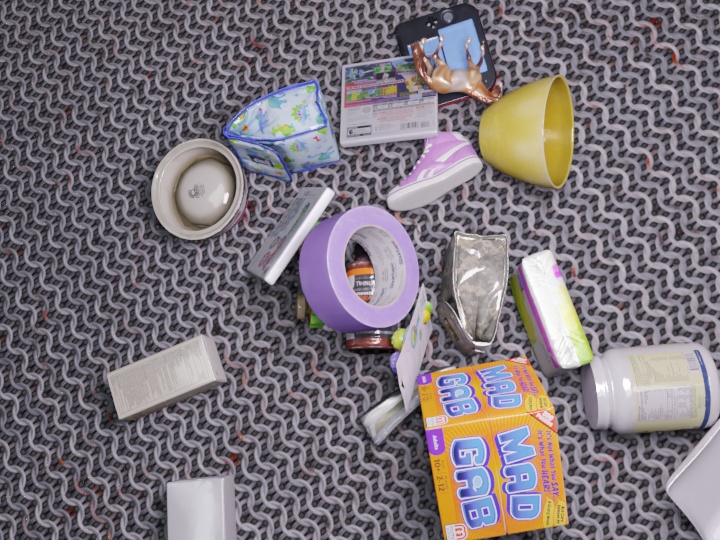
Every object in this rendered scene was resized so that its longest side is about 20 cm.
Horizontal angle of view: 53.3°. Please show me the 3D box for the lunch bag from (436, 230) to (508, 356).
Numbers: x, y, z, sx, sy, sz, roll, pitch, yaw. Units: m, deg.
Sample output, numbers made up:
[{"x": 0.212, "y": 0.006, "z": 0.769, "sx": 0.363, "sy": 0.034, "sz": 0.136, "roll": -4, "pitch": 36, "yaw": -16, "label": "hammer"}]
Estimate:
[{"x": 0.198, "y": 0.051, "z": 1.283, "sx": 0.115, "sy": 0.164, "sz": 0.204, "roll": 3, "pitch": 78, "yaw": 1, "label": "lunch bag"}]

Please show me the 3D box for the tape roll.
[{"x": 0.000, "y": 0.000, "z": 1.202, "sx": 0.197, "sy": 0.084, "sz": 0.204, "roll": 10, "pitch": 73, "yaw": -37, "label": "tape roll"}]

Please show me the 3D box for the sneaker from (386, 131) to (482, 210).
[{"x": 0.126, "y": -0.199, "z": 1.401, "sx": 0.198, "sy": 0.073, "sz": 0.115, "roll": -26, "pitch": 66, "yaw": -3, "label": "sneaker"}]

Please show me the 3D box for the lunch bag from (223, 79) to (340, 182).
[{"x": -0.150, "y": -0.257, "z": 1.385, "sx": 0.196, "sy": 0.170, "sz": 0.130, "roll": -14, "pitch": 73, "yaw": 3, "label": "lunch bag"}]

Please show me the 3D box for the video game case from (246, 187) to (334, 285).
[{"x": -0.135, "y": -0.070, "z": 1.346, "sx": 0.024, "sy": 0.182, "sz": 0.202, "roll": 36, "pitch": 84, "yaw": -19, "label": "video game case"}]

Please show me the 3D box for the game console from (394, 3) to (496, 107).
[{"x": 0.174, "y": -0.434, "z": 1.457, "sx": 0.174, "sy": 0.031, "sz": 0.204, "roll": -14, "pitch": 76, "yaw": 3, "label": "game console"}]

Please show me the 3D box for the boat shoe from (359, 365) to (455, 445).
[{"x": 0.095, "y": 0.240, "z": 1.305, "sx": 0.200, "sy": 0.074, "sz": 0.065, "roll": -33, "pitch": 85, "yaw": 1, "label": "boat shoe"}]

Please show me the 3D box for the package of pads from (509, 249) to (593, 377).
[{"x": 0.331, "y": 0.082, "z": 1.268, "sx": 0.067, "sy": 0.155, "sz": 0.203, "roll": -17, "pitch": 76, "yaw": -1, "label": "package of pads"}]

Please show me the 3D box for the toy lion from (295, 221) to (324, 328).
[{"x": -0.080, "y": 0.005, "z": 1.306, "sx": 0.067, "sy": 0.192, "sz": 0.204, "roll": 2, "pitch": 77, "yaw": -8, "label": "toy lion"}]

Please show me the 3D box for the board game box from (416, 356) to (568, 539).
[{"x": 0.209, "y": 0.288, "z": 1.179, "sx": 0.196, "sy": 0.200, "sz": 0.204, "roll": -10, "pitch": 105, "yaw": 4, "label": "board game box"}]

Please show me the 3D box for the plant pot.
[{"x": 0.305, "y": -0.255, "z": 1.340, "sx": 0.140, "sy": 0.199, "sz": 0.204, "roll": 4, "pitch": 77, "yaw": 32, "label": "plant pot"}]

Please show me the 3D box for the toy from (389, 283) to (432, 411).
[{"x": 0.082, "y": 0.130, "z": 1.263, "sx": 0.046, "sy": 0.117, "sz": 0.201, "roll": 4, "pitch": 41, "yaw": 23, "label": "toy"}]

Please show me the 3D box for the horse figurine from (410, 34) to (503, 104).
[{"x": 0.182, "y": -0.388, "z": 1.391, "sx": 0.196, "sy": 0.050, "sz": 0.135, "roll": 1, "pitch": 80, "yaw": -18, "label": "horse figurine"}]

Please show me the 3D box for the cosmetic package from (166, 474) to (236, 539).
[{"x": -0.284, "y": 0.477, "z": 1.291, "sx": 0.111, "sy": 0.081, "sz": 0.204, "roll": -4, "pitch": 77, "yaw": 5, "label": "cosmetic package"}]

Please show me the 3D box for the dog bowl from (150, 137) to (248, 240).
[{"x": -0.309, "y": -0.154, "z": 1.420, "sx": 0.196, "sy": 0.074, "sz": 0.204, "roll": -2, "pitch": 83, "yaw": 12, "label": "dog bowl"}]

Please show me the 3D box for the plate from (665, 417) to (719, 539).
[{"x": 0.604, "y": 0.338, "z": 1.200, "sx": 0.200, "sy": 0.032, "sz": 0.200, "roll": -46, "pitch": 117, "yaw": -5, "label": "plate"}]

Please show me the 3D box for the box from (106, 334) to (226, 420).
[{"x": -0.365, "y": 0.204, "z": 1.358, "sx": 0.197, "sy": 0.078, "sz": 0.096, "roll": -21, "pitch": 77, "yaw": 2, "label": "box"}]

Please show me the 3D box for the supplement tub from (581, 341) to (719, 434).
[{"x": 0.491, "y": 0.202, "z": 1.228, "sx": 0.196, "sy": 0.145, "sz": 0.148, "roll": -5, "pitch": 77, "yaw": 5, "label": "supplement tub"}]

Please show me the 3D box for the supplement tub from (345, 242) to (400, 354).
[{"x": 0.023, "y": 0.050, "z": 1.333, "sx": 0.105, "sy": 0.107, "sz": 0.204, "roll": -2, "pitch": 78, "yaw": 6, "label": "supplement tub"}]

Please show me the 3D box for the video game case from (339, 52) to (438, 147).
[{"x": 0.057, "y": -0.340, "z": 1.431, "sx": 0.196, "sy": 0.023, "sz": 0.186, "roll": -4, "pitch": 70, "yaw": 14, "label": "video game case"}]
